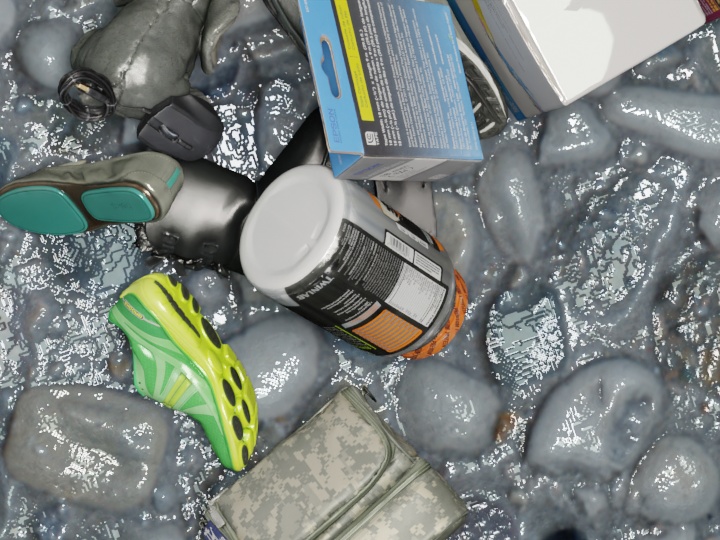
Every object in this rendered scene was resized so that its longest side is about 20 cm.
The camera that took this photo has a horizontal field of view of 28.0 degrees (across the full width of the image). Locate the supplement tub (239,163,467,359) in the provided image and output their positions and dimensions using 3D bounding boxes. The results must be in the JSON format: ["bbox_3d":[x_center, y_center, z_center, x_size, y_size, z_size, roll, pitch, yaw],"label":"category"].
[{"bbox_3d":[0.000,0.000,1.264,0.200,0.122,0.123,33,88,-44],"label":"supplement tub"}]

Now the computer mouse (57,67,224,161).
[{"bbox_3d":[-0.179,-0.126,1.206,0.059,0.200,0.034,-37,65,23],"label":"computer mouse"}]

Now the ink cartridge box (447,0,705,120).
[{"bbox_3d":[0.183,-0.234,1.278,0.147,0.200,0.145,-31,95,-3],"label":"ink cartridge box"}]

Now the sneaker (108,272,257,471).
[{"bbox_3d":[-0.161,0.097,1.332,0.083,0.074,0.200,-26,100,24],"label":"sneaker"}]

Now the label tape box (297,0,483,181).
[{"bbox_3d":[0.006,-0.152,1.194,0.200,0.063,0.145,-2,77,-48],"label":"label tape box"}]

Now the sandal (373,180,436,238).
[{"bbox_3d":[0.035,-0.109,1.347,0.076,0.043,0.201,-14,94,-5],"label":"sandal"}]

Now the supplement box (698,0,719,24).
[{"bbox_3d":[0.328,-0.308,1.290,0.103,0.200,0.131,-36,95,-4],"label":"supplement box"}]

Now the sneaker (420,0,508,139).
[{"bbox_3d":[0.072,-0.210,1.329,0.200,0.079,0.074,52,131,-2],"label":"sneaker"}]

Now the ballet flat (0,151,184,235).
[{"bbox_3d":[-0.239,-0.071,1.290,0.067,0.200,0.064,61,43,-34],"label":"ballet flat"}]

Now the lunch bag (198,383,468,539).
[{"bbox_3d":[-0.024,0.222,1.314,0.200,0.139,0.168,-41,79,-3],"label":"lunch bag"}]

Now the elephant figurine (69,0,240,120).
[{"bbox_3d":[-0.162,-0.231,1.266,0.141,0.155,0.200,25,104,-39],"label":"elephant figurine"}]

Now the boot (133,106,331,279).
[{"bbox_3d":[-0.110,-0.079,1.322,0.162,0.073,0.199,18,93,-4],"label":"boot"}]

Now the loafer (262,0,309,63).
[{"bbox_3d":[-0.023,-0.203,1.282,0.068,0.070,0.201,-41,98,7],"label":"loafer"}]
